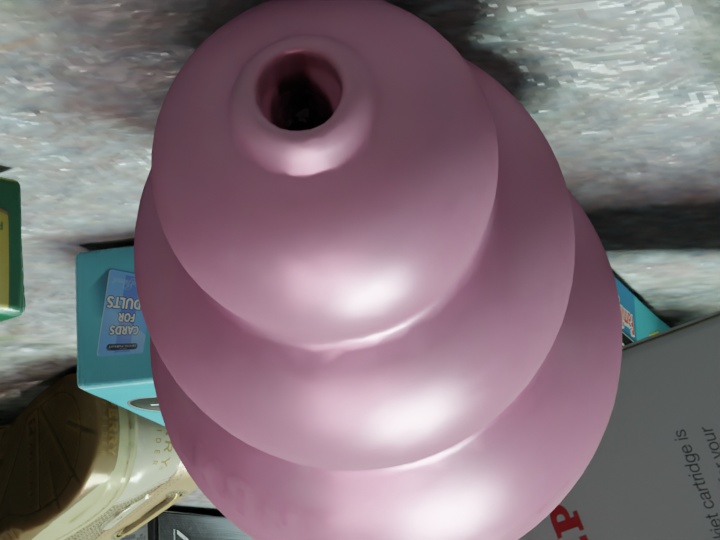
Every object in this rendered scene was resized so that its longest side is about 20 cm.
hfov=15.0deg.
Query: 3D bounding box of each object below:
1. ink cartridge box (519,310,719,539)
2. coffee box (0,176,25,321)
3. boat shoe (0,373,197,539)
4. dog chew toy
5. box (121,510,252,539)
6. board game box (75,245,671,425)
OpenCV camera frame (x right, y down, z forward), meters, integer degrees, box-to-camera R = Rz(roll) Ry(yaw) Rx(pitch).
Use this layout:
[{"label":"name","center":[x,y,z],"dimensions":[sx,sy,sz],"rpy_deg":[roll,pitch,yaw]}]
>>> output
[{"label":"ink cartridge box","center":[0.142,0.083,0.831],"dimensions":[0.199,0.146,0.083],"rpy_deg":[-20,164,-1]},{"label":"coffee box","center":[-0.203,0.005,0.798],"dimensions":[0.123,0.044,0.199],"rpy_deg":[11,161,-41]},{"label":"boat shoe","center":[-0.123,0.093,1.095],"dimensions":[0.064,0.072,0.200],"rpy_deg":[8,161,-30]},{"label":"dog chew toy","center":[0.000,0.000,0.667],"dimensions":[0.124,0.125,0.200],"rpy_deg":[-3,158,7]},{"label":"box","center":[-0.091,0.168,1.436],"dimensions":[0.158,0.049,0.200],"rpy_deg":[7,163,-34]},{"label":"board game box","center":[0.014,0.030,0.917],"dimensions":[0.150,0.047,0.200],"rpy_deg":[-7,165,18]}]
